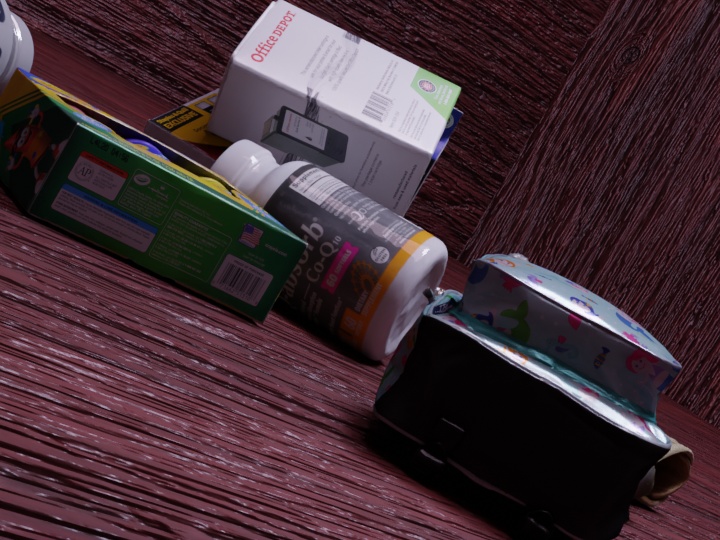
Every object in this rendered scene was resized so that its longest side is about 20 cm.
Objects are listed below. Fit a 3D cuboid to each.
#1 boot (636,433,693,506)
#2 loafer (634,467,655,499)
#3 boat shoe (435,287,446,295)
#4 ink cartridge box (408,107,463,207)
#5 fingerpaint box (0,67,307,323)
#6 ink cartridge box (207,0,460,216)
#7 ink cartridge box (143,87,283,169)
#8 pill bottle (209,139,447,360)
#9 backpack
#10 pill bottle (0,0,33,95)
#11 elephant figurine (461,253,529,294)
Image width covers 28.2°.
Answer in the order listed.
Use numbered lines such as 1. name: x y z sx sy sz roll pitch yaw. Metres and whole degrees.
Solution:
1. boot: 0.242 0.155 1.338 0.155 0.073 0.200 33 6 30
2. loafer: 0.167 0.133 1.192 0.200 0.075 0.070 41 -2 42
3. boat shoe: 0.081 0.066 1.391 0.200 0.076 0.072 20 -26 -21
4. ink cartridge box: 0.018 -0.103 1.465 0.095 0.200 0.037 31 34 1
5. fingerpaint box: -0.161 -0.057 1.044 0.200 0.073 0.167 28 5 -33
6. ink cartridge box: -0.023 -0.153 1.338 0.200 0.084 0.146 26 36 0
7. ink cartridge box: -0.130 -0.116 1.382 0.176 0.084 0.200 31 30 12
8. pill bottle: -0.037 -0.021 1.198 0.200 0.116 0.116 31 4 14
9. backpack: 0.106 0.077 0.917 0.177 0.151 0.200 30 0 5
10. pill bottle: -0.337 -0.187 1.095 0.111 0.111 0.200 32 5 18
11. elephant figurine: 0.206 0.090 1.674 0.200 0.155 0.142 43 -35 20
